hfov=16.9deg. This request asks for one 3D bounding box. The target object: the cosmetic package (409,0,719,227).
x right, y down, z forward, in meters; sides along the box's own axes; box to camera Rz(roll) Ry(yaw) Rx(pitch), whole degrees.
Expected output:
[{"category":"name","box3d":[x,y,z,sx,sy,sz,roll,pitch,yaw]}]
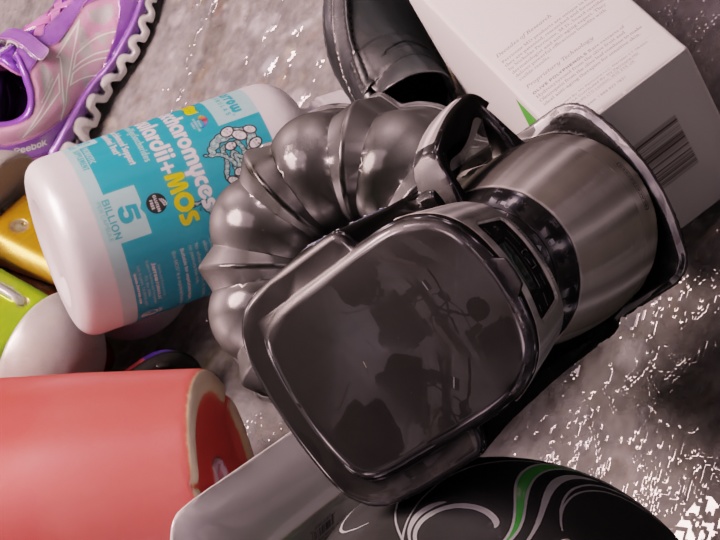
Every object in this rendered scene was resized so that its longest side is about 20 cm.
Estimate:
[{"category":"cosmetic package","box3d":[0.111,-0.109,1.303,0.085,0.108,0.200,-37,41,-3]}]

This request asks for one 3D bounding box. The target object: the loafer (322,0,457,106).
[{"category":"loafer","box3d":[0.028,-0.105,1.407,0.070,0.068,0.201,-48,51,56]}]

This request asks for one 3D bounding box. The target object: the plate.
[{"category":"plate","box3d":[-0.026,0.179,1.192,0.032,0.199,0.201,7,109,27]}]

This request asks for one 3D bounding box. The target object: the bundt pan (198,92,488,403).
[{"category":"bundt pan","box3d":[0.000,0.000,1.323,0.201,0.076,0.203,-1,88,17]}]

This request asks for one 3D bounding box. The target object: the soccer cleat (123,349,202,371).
[{"category":"soccer cleat","box3d":[-0.175,0.117,1.537,0.200,0.068,0.073,-51,34,16]}]

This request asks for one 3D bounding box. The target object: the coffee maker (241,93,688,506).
[{"category":"coffee maker","box3d":[0.041,0.029,1.139,0.135,0.200,0.192,36,119,14]}]

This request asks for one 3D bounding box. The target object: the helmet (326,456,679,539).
[{"category":"helmet","box3d":[0.070,0.179,1.124,0.199,0.191,0.201,6,102,28]}]

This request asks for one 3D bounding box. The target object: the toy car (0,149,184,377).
[{"category":"toy car","box3d":[-0.216,0.031,1.555,0.175,0.150,0.200,26,47,22]}]

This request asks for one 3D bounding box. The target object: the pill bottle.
[{"category":"pill bottle","box3d":[-0.091,-0.044,1.440,0.199,0.111,0.111,-21,41,-13]}]

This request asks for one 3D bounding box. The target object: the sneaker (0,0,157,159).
[{"category":"sneaker","box3d":[-0.216,-0.154,1.713,0.080,0.088,0.201,15,80,51]}]

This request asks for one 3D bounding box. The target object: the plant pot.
[{"category":"plant pot","box3d":[-0.157,0.143,1.391,0.177,0.201,0.201,-13,55,11]}]
